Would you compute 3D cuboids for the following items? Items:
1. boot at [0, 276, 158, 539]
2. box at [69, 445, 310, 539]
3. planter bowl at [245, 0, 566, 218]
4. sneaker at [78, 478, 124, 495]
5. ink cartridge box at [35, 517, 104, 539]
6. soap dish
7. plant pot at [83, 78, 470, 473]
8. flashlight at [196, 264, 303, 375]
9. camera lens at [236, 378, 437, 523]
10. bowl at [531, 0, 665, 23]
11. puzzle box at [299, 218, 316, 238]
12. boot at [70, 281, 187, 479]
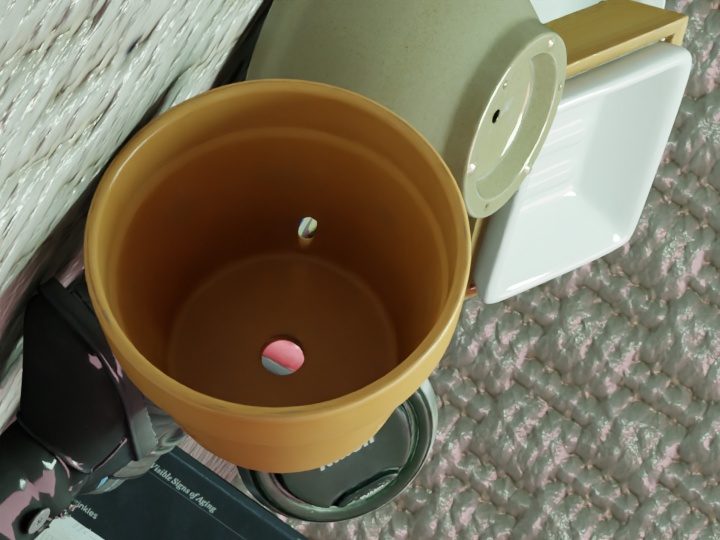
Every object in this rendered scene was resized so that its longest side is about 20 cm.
[{"bbox_3d":[-0.209,0.115,1.451,0.200,0.066,0.165,-39,147,-15],"label":"boot"},{"bbox_3d":[-0.164,0.232,1.985,0.197,0.200,0.124,-55,178,-2],"label":"box"},{"bbox_3d":[0.038,-0.111,1.590,0.200,0.134,0.201,-49,153,-35],"label":"planter bowl"},{"bbox_3d":[-0.148,0.079,1.732,0.200,0.073,0.082,-53,162,23],"label":"sneaker"},{"bbox_3d":[-0.200,0.269,1.832,0.162,0.200,0.050,-55,177,6],"label":"ink cartridge box"},{"bbox_3d":[0.130,-0.084,1.801,0.157,0.081,0.200,-23,145,-31],"label":"soap dish"},{"bbox_3d":[-0.044,0.018,1.431,0.200,0.200,0.140,-54,165,-24],"label":"plant pot"},{"bbox_3d":[-0.055,0.029,1.599,0.200,0.068,0.068,29,91,-44],"label":"flashlight"},{"bbox_3d":[-0.038,0.085,2.071,0.160,0.160,0.200,-56,-150,17],"label":"camera lens"},{"bbox_3d":[0.106,-0.166,1.838,0.201,0.090,0.201,-30,147,-22],"label":"bowl"},{"bbox_3d":[-0.018,-0.046,1.768,0.133,0.025,0.200,-60,159,6],"label":"puzzle box"},{"bbox_3d":[-0.148,0.078,1.612,0.131,0.070,0.200,-34,149,19],"label":"boot"}]
